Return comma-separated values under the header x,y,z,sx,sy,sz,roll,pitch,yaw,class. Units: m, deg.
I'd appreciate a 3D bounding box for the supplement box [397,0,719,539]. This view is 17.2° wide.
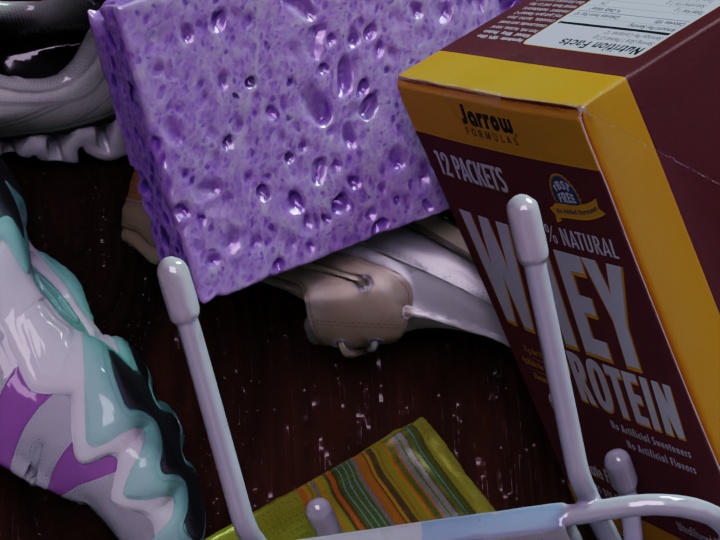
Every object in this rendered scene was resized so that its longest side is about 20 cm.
x,y,z,sx,sy,sz,roll,pitch,yaw,class
0.156,-0.026,0.865,0.199,0.133,0.198,-31,111,-18,supplement box

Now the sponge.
x,y,z,sx,sy,sz,roll,pitch,yaw,class
0.006,-0.072,0.884,0.199,0.030,0.112,-21,104,-26,sponge

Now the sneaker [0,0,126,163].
x,y,z,sx,sy,sz,roll,pitch,yaw,class
-0.178,-0.070,0.964,0.199,0.081,0.076,-19,70,-7,sneaker

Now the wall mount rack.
x,y,z,sx,sy,sz,roll,pitch,yaw,class
0.019,0.061,0.786,0.199,0.174,0.075,-11,55,13,wall mount rack

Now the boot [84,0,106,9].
x,y,z,sx,sy,sz,roll,pitch,yaw,class
-0.099,-0.152,0.943,0.200,0.131,0.070,39,110,21,boot

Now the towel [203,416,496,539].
x,y,z,sx,sy,sz,roll,pitch,yaw,class
-0.019,0.123,0.869,0.199,0.018,0.086,-26,67,-42,towel

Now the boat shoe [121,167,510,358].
x,y,z,sx,sy,sz,roll,pitch,yaw,class
0.000,0.000,0.948,0.199,0.075,0.069,26,90,7,boat shoe

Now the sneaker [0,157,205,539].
x,y,z,sx,sy,sz,roll,pitch,yaw,class
-0.159,0.056,0.923,0.140,0.078,0.201,-34,83,6,sneaker
